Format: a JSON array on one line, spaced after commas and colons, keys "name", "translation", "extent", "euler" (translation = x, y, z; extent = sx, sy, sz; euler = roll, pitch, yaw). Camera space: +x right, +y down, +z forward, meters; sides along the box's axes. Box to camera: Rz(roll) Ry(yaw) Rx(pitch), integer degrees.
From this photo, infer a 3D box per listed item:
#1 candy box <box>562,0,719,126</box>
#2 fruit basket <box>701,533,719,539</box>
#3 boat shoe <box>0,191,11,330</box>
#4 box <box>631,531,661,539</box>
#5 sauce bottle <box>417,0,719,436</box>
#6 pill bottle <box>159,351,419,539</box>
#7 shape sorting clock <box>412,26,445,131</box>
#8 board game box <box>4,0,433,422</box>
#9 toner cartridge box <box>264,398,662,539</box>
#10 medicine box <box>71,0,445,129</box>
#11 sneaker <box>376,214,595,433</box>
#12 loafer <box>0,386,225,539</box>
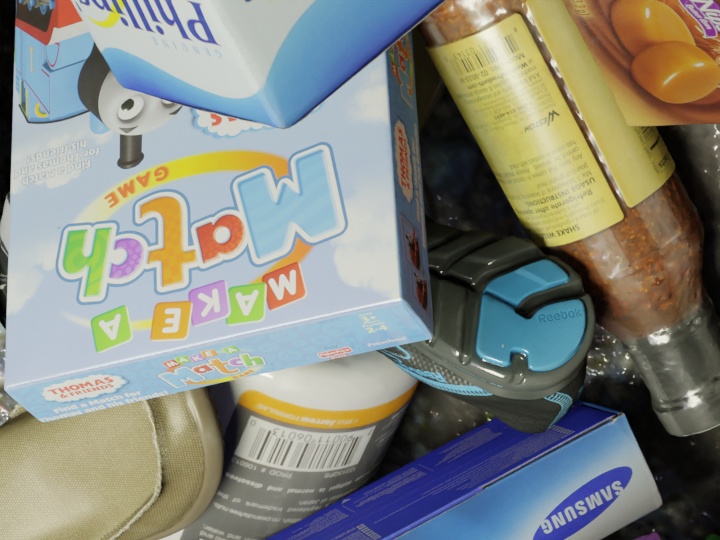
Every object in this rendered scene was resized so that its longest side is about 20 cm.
[{"name": "candy box", "translation": [0.164, -0.106, 0.784], "extent": [0.200, 0.057, 0.117], "euler": [0, 141, 34]}, {"name": "fruit basket", "translation": [0.135, 0.241, 0.947], "extent": [0.215, 0.155, 0.216], "euler": [16, 121, 29]}, {"name": "boat shoe", "translation": [-0.124, 0.002, 0.981], "extent": [0.072, 0.200, 0.068], "euler": [16, 96, -13]}, {"name": "box", "translation": [0.063, 0.198, 0.892], "extent": [0.200, 0.039, 0.137], "euler": [-34, 74, 43]}, {"name": "sauce bottle", "translation": [0.089, -0.029, 0.895], "extent": [0.066, 0.066, 0.200], "euler": [-16, 107, 39]}, {"name": "pill bottle", "translation": [-0.052, 0.079, 1.016], "extent": [0.116, 0.116, 0.200], "euler": [35, 128, 14]}, {"name": "shape sorting clock", "translation": [-0.046, -0.123, 0.956], "extent": [0.200, 0.039, 0.200], "euler": [8, 109, 24]}, {"name": "board game box", "translation": [-0.054, -0.054, 0.858], "extent": [0.151, 0.200, 0.037], "euler": [-13, 150, 17]}, {"name": "toner cartridge box", "translation": [0.012, 0.114, 0.927], "extent": [0.043, 0.200, 0.095], "euler": [65, 169, -9]}, {"name": "medicine box", "translation": [-0.029, -0.179, 0.719], "extent": [0.103, 0.182, 0.200], "euler": [19, 145, 53]}, {"name": "sneaker", "translation": [0.000, 0.000, 0.917], "extent": [0.200, 0.073, 0.082], "euler": [35, 160, 20]}, {"name": "loafer", "translation": [-0.124, 0.090, 0.958], "extent": [0.200, 0.067, 0.076], "euler": [-40, 72, 47]}]
